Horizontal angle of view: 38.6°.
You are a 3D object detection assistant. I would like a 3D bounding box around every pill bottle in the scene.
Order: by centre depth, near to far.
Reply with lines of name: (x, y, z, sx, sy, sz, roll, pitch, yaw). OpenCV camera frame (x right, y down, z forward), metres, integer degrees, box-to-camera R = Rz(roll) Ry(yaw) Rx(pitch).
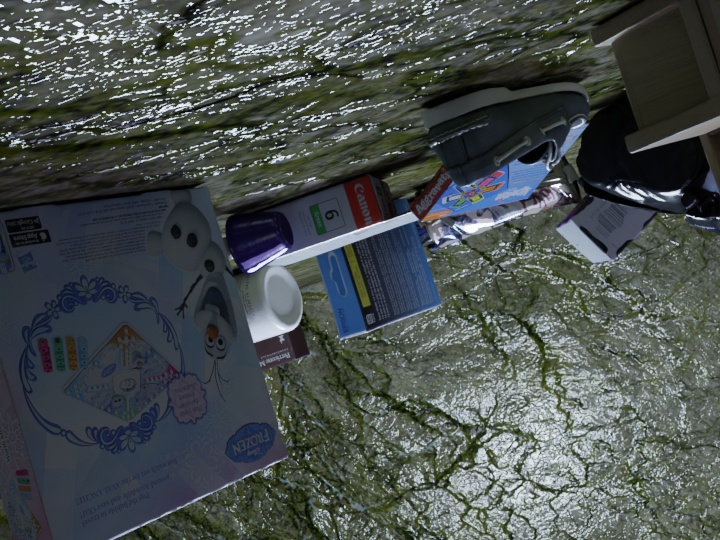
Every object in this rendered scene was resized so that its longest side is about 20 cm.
pill bottle: (-0.202, 0.066, 1.642, 0.199, 0.115, 0.114, -19, 178, 28)

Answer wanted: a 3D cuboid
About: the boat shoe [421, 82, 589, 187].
boat shoe: (0.116, -0.099, 0.761, 0.073, 0.062, 0.200, -20, 177, 38)

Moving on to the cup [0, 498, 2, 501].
cup: (-0.371, 0.123, 1.087, 0.200, 0.201, 0.143, -19, -157, 34)

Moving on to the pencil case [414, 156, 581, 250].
pencil case: (0.164, -0.089, 1.227, 0.199, 0.078, 0.089, -18, -168, 17)

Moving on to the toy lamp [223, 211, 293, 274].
toy lamp: (-0.157, -0.006, 0.940, 0.199, 0.059, 0.058, -19, 178, 16)

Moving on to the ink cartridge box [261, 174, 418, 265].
ink cartridge box: (-0.007, -0.057, 1.001, 0.199, 0.051, 0.109, -19, 177, 10)

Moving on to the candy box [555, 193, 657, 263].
candy box: (0.331, -0.104, 1.216, 0.200, 0.072, 0.168, -47, 175, 3)

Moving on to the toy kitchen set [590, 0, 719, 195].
toy kitchen set: (0.284, -0.107, 0.601, 0.199, 0.164, 0.180, -17, 178, -33)

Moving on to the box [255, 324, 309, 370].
box: (-0.273, 0.188, 3.066, 0.165, 0.201, 0.164, -19, 177, 12)

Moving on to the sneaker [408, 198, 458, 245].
sneaker: (0.045, -0.044, 1.366, 0.199, 0.079, 0.075, -18, 177, 2)

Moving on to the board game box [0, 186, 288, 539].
board game box: (-0.149, 0.055, 0.651, 0.043, 0.200, 0.200, -19, 177, 37)

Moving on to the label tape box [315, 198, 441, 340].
label tape box: (0.000, 0.000, 1.232, 0.066, 0.144, 0.200, -20, 177, 41)

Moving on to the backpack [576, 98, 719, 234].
backpack: (0.340, -0.111, 1.040, 0.199, 0.127, 0.167, 7, -168, -37)

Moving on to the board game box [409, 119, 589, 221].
board game box: (0.131, -0.097, 0.932, 0.200, 0.019, 0.103, -15, 147, -53)
